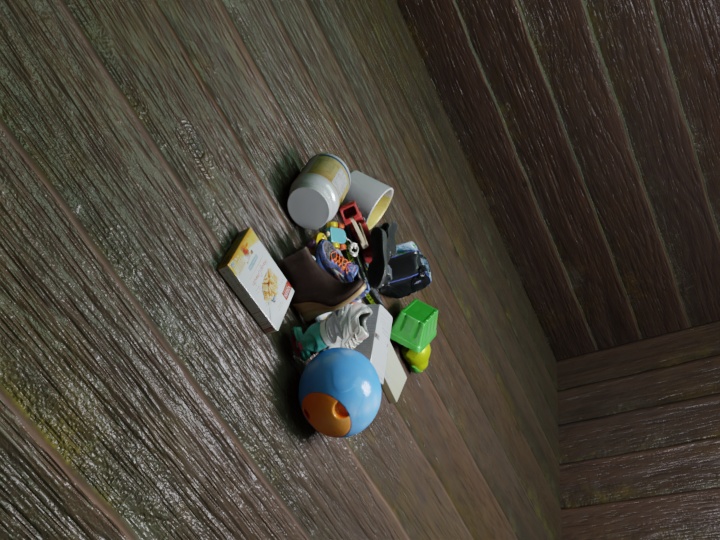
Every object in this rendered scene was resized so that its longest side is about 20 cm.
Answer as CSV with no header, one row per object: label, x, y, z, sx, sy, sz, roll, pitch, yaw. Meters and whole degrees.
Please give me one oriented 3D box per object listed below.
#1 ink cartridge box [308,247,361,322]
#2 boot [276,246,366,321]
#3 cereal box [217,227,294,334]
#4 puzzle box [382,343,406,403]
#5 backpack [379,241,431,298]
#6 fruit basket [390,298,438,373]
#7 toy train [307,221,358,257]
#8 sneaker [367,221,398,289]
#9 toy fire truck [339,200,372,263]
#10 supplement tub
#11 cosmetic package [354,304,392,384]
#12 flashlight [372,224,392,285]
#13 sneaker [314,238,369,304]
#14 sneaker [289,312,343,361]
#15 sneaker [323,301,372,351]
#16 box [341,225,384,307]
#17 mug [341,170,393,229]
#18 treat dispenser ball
ink cartridge box,-0.100,0.034,1.636,0.198,0.040,0.205,-28,96,-51
boot,-0.099,0.018,1.495,0.170,0.196,0.072,64,16,-8
cereal box,-0.235,0.024,1.403,0.202,0.039,0.146,57,30,-27
puzzle box,0.077,0.283,1.857,0.204,0.025,0.133,65,27,-14
backpack,0.140,-0.001,1.990,0.200,0.178,0.151,37,37,-65
fruit basket,0.172,0.224,1.997,0.218,0.152,0.218,-55,161,-30
toy train,-0.085,-0.036,1.613,0.153,0.055,0.201,60,41,-21
sneaker,0.068,-0.045,1.711,0.103,0.058,0.207,20,70,-59
toy fire truck,0.001,-0.105,1.717,0.142,0.048,0.204,-98,164,-72
supplement tub,-0.114,-0.219,1.675,0.147,0.141,0.202,58,30,-23
cosmetic package,0.031,0.209,1.713,0.102,0.072,0.206,44,48,-52
flashlight,0.070,-0.050,1.881,0.068,0.066,0.204,60,19,-44
sneaker,-0.042,-0.005,1.549,0.201,0.077,0.076,51,44,-27
sneaker,-0.111,0.164,1.480,0.200,0.117,0.086,3,67,-81
sneaker,-0.029,0.173,1.588,0.078,0.097,0.205,37,71,-56
box,0.000,0.000,1.772,0.201,0.046,0.197,55,12,-59
mug,-0.003,-0.219,1.905,0.151,0.189,0.149,35,49,13
treat dispenser ball,-0.048,0.284,1.422,0.200,0.196,0.206,41,39,-45
